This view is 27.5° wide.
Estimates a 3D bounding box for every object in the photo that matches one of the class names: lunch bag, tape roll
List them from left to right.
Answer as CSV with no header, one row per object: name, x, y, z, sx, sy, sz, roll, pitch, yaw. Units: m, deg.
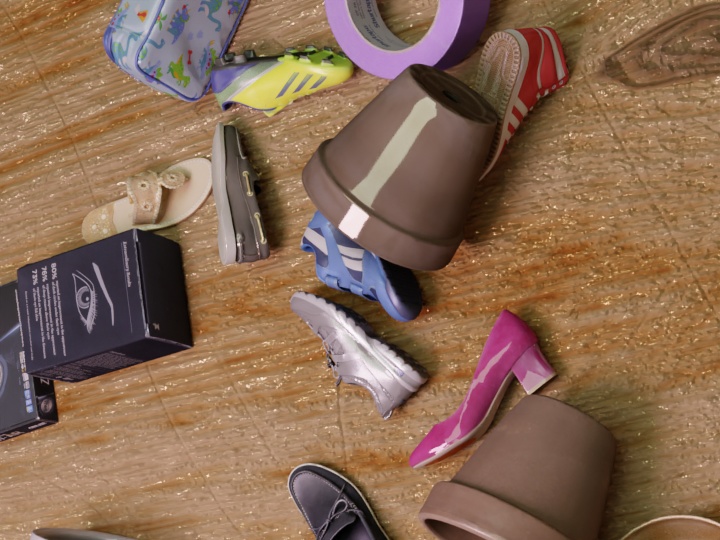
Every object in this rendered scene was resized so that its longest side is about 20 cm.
lunch bag,-0.230,-0.326,1.888,0.082,0.161,0.201,24,90,35
tape roll,0.054,-0.331,1.748,0.199,0.066,0.201,11,109,34

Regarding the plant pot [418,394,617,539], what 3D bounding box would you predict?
plant pot,0.187,0.233,1.550,0.200,0.200,0.175,21,71,30

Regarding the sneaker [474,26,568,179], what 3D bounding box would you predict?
sneaker,0.174,-0.193,1.705,0.071,0.112,0.201,40,129,26

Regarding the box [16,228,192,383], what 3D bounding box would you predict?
box,-0.331,0.049,1.894,0.199,0.104,0.149,-16,72,24

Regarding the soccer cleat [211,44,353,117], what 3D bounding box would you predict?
soccer cleat,-0.097,-0.238,1.864,0.199,0.065,0.084,1,110,24

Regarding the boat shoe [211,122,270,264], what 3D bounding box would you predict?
boat shoe,-0.153,-0.098,1.855,0.060,0.072,0.202,-2,61,-13

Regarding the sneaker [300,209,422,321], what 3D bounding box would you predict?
sneaker,0.000,0.000,1.749,0.082,0.074,0.200,-48,55,13

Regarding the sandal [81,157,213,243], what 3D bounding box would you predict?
sandal,-0.291,-0.090,1.921,0.211,0.070,0.078,-25,69,22

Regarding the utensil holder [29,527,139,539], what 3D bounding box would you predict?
utensil holder,-0.333,0.428,1.782,0.169,0.170,0.201,7,84,29

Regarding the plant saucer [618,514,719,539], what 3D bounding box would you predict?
plant saucer,0.337,0.354,1.514,0.199,0.035,0.201,-6,78,27

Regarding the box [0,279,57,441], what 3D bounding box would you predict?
box,-0.499,0.131,2.002,0.160,0.043,0.201,-19,72,23

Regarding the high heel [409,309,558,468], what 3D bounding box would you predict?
high heel,0.119,0.136,1.652,0.200,0.067,0.096,-39,74,11

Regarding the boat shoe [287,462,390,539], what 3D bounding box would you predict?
boat shoe,-0.021,0.298,1.703,0.075,0.062,0.200,-49,61,13

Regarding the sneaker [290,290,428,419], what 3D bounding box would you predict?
sneaker,-0.018,0.096,1.734,0.200,0.075,0.082,38,97,28

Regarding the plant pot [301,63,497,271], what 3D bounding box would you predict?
plant pot,0.060,-0.127,1.645,0.200,0.200,0.174,48,119,27
